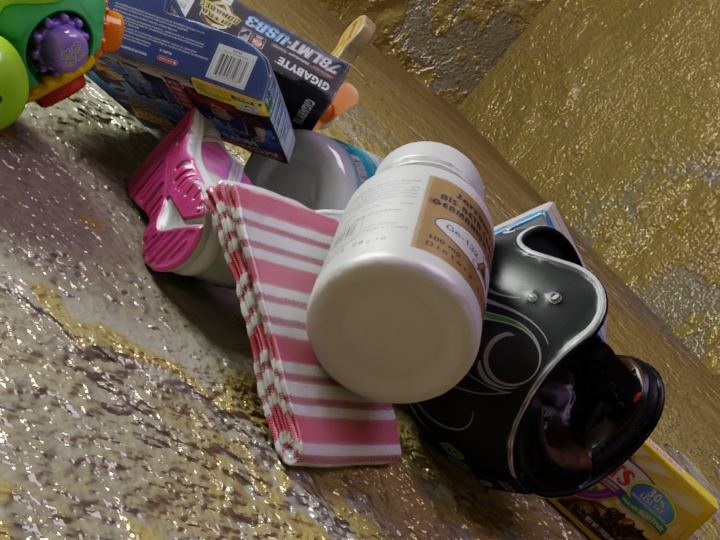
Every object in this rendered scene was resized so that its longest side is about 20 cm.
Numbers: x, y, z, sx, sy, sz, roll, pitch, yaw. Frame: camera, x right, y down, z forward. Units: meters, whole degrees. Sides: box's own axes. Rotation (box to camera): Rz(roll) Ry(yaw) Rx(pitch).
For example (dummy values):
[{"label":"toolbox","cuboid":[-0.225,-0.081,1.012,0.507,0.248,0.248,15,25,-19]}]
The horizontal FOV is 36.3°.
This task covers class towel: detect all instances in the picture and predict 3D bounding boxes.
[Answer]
[{"label":"towel","cuboid":[-0.036,0.040,0.757,0.146,0.030,0.201,16,54,-59]}]

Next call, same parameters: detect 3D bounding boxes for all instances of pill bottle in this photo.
[{"label":"pill bottle","cuboid":[-0.026,-0.068,1.060,0.111,0.111,0.200,46,14,18]},{"label":"pill bottle","cuboid":[0.036,-0.009,0.775,0.114,0.114,0.200,38,31,-13]}]

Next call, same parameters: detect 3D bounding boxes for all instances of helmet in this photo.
[{"label":"helmet","cuboid":[0.126,0.067,0.877,0.200,0.200,0.191,30,6,-39]}]

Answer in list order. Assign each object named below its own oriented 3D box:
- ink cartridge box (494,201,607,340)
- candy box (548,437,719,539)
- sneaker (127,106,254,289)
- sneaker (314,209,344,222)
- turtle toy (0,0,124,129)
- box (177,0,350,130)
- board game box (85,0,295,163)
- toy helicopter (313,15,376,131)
[{"label":"ink cartridge box","cuboid":[0.150,0.029,1.087,0.145,0.147,0.200,65,15,-1]},{"label":"candy box","cuboid":[0.209,0.174,0.980,0.200,0.102,0.026,42,13,3]},{"label":"sneaker","cuboid":[-0.117,-0.048,0.835,0.088,0.081,0.200,34,24,-33]},{"label":"sneaker","cuboid":[0.000,0.000,0.940,0.116,0.199,0.074,100,-21,-60]},{"label":"turtle toy","cuboid":[-0.235,-0.155,0.737,0.101,0.145,0.200,61,22,-14]},{"label":"box","cuboid":[-0.126,-0.188,1.022,0.198,0.050,0.200,30,-16,-9]},{"label":"board game box","cuboid":[-0.147,-0.162,0.917,0.199,0.062,0.200,20,-9,7]},{"label":"toy helicopter","cuboid":[-0.046,-0.195,1.202,0.079,0.200,0.132,36,-3,-21]}]
